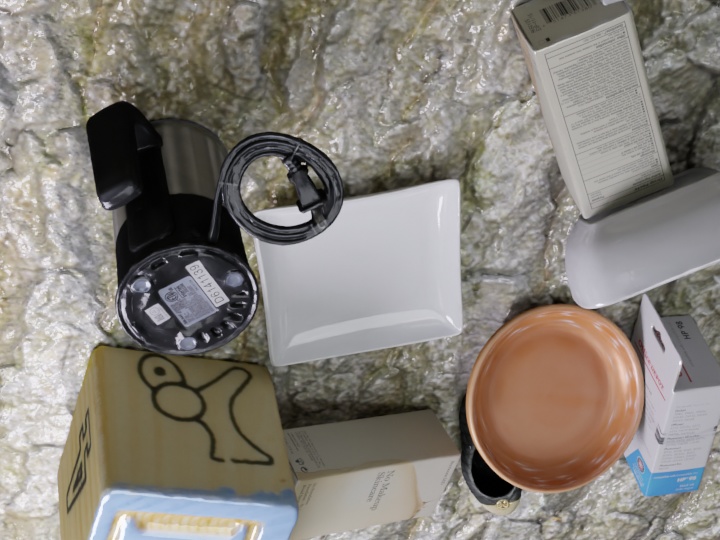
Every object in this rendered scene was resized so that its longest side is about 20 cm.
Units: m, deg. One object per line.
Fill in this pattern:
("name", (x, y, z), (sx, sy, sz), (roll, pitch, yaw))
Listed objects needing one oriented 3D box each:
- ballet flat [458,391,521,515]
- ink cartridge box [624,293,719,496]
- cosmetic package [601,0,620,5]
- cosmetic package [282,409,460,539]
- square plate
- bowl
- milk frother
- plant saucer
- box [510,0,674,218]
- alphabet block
("ballet flat", (0.144, 0.210, 1.552), (0.066, 0.057, 0.200), (-16, 130, 0))
("ink cartridge box", (0.333, 0.131, 1.497), (0.067, 0.116, 0.200), (-4, 129, -11))
("cosmetic package", (0.273, -0.298, 1.143), (0.200, 0.107, 0.090), (-18, 131, -1))
("cosmetic package", (-0.007, 0.216, 1.476), (0.200, 0.073, 0.104), (-4, 132, -30))
("square plate", (0.000, 0.000, 1.366), (0.200, 0.028, 0.198), (-10, 129, -6))
("bowl", (0.283, -0.038, 1.319), (0.200, 0.200, 0.075), (-23, 95, 6))
("milk frother", (-0.120, -0.063, 1.180), (0.200, 0.188, 0.181), (-13, 131, -3))
("plant saucer", (0.201, 0.132, 1.468), (0.200, 0.037, 0.200), (-2, 97, -18))
("box", (0.211, -0.154, 1.261), (0.095, 0.078, 0.200), (-21, 130, 3))
("alphabet block", (-0.187, 0.218, 1.383), (0.195, 0.200, 0.196), (10, 125, -20))
